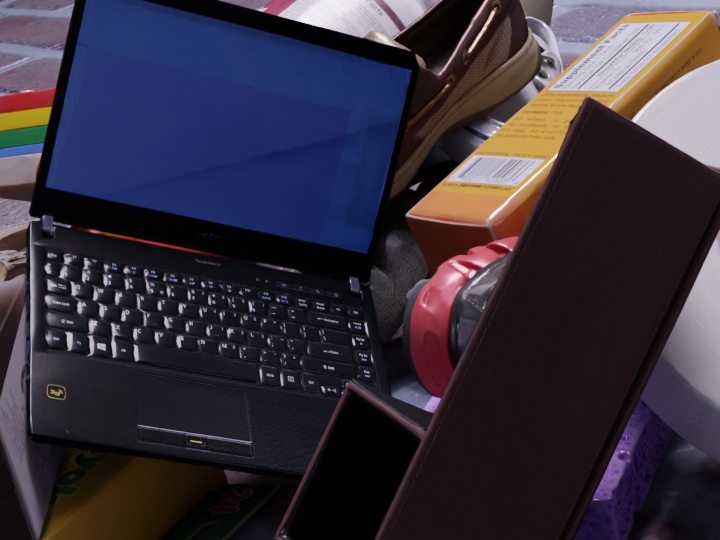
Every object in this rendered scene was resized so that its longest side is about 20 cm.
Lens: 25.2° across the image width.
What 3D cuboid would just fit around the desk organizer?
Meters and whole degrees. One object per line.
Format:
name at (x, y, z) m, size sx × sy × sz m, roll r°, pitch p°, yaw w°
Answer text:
desk organizer at (0.052, 0.035, 0.595) m, size 0.077 × 0.201 × 0.072 m, roll 24°, pitch 2°, yaw -30°

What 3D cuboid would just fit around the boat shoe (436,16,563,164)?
boat shoe at (0.083, -0.107, 0.935) m, size 0.073 × 0.067 × 0.200 m, roll 19°, pitch 20°, yaw -4°

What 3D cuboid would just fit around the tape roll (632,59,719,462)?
tape roll at (0.194, -0.003, 0.658) m, size 0.201 × 0.037 × 0.204 m, roll 2°, pitch 57°, yaw -3°

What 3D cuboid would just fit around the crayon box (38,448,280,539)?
crayon box at (-0.153, 0.107, 0.751) m, size 0.199 × 0.051 × 0.127 m, roll 0°, pitch 25°, yaw 31°

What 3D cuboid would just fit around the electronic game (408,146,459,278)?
electronic game at (0.070, -0.039, 0.977) m, size 0.199 × 0.042 × 0.200 m, roll -9°, pitch 29°, yaw 5°

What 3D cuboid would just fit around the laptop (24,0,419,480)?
laptop at (-0.053, -0.018, 0.729) m, size 0.176 × 0.104 × 0.201 m, roll 11°, pitch 43°, yaw -22°

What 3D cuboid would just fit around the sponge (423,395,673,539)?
sponge at (0.089, 0.062, 0.734) m, size 0.111 × 0.030 × 0.200 m, roll -4°, pitch 24°, yaw 27°

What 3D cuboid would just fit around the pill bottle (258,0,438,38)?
pill bottle at (-0.022, -0.111, 0.939) m, size 0.109 × 0.110 × 0.200 m, roll 11°, pitch 46°, yaw 48°

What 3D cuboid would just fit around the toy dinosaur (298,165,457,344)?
toy dinosaur at (0.000, 0.000, 0.845) m, size 0.102 × 0.077 × 0.200 m, roll 17°, pitch 49°, yaw 40°

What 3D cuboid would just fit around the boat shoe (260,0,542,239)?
boat shoe at (0.012, -0.093, 0.836) m, size 0.200 × 0.072 × 0.072 m, roll -36°, pitch 40°, yaw -21°

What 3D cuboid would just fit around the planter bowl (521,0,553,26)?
planter bowl at (0.055, -0.184, 1.181) m, size 0.199 × 0.201 × 0.135 m, roll -15°, pitch 48°, yaw 0°

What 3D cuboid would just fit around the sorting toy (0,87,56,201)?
sorting toy at (-0.137, -0.090, 1.091) m, size 0.198 × 0.070 × 0.200 m, roll -5°, pitch -4°, yaw 23°

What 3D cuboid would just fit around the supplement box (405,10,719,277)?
supplement box at (0.117, -0.057, 0.833) m, size 0.200 × 0.067 × 0.069 m, roll -40°, pitch 29°, yaw -27°

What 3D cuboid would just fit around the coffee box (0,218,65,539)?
coffee box at (-0.194, 0.054, 0.728) m, size 0.112 × 0.080 × 0.200 m, roll -13°, pitch 21°, yaw 2°

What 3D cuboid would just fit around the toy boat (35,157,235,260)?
toy boat at (-0.152, -0.016, 0.944) m, size 0.130 × 0.131 × 0.200 m, roll -22°, pitch 22°, yaw -18°

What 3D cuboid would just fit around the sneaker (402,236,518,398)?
sneaker at (0.115, 0.000, 0.732) m, size 0.200 × 0.071 × 0.098 m, roll -33°, pitch 27°, yaw -33°
